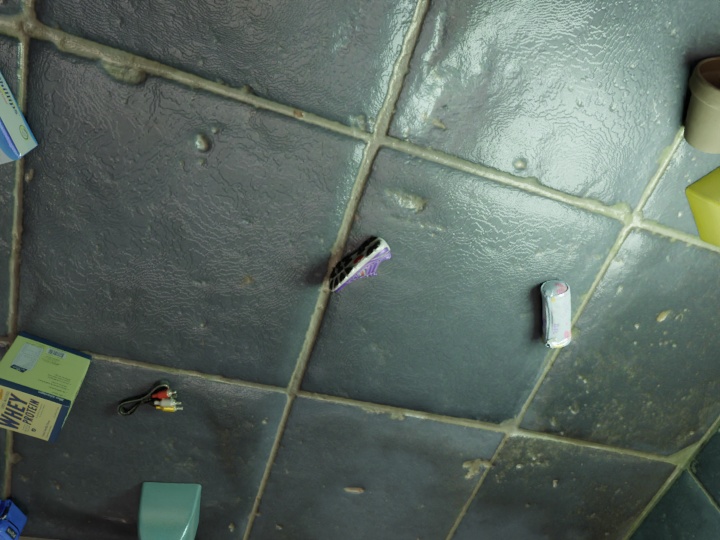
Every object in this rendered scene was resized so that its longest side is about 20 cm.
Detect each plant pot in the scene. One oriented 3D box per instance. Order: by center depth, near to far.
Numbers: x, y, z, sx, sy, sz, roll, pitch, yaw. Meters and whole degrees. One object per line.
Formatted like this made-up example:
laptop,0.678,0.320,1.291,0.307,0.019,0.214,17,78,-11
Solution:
plant pot,0.885,-0.390,1.349,0.194,0.204,0.177,-6,137,-5
plant pot,1.040,-0.166,1.487,0.198,0.178,0.201,-33,118,11
plant pot,-0.625,0.833,1.777,0.190,0.201,0.200,6,118,-12

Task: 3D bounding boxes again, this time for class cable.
cable,-0.622,0.381,1.614,0.194,0.051,0.099,-10,119,-4

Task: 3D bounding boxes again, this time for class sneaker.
sneaker,0.000,0.000,1.483,0.198,0.081,0.084,-36,124,11

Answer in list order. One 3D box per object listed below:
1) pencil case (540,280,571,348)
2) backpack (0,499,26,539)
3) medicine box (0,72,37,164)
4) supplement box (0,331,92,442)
pencil case,0.575,0.130,1.634,0.089,0.083,0.205,-23,121,-20
backpack,-1.143,0.822,1.694,0.164,0.201,0.165,-23,119,5
medicine box,-0.835,-0.314,1.171,0.194,0.104,0.186,-14,120,1
supplement box,-0.849,0.303,1.452,0.196,0.201,0.136,25,114,-20
